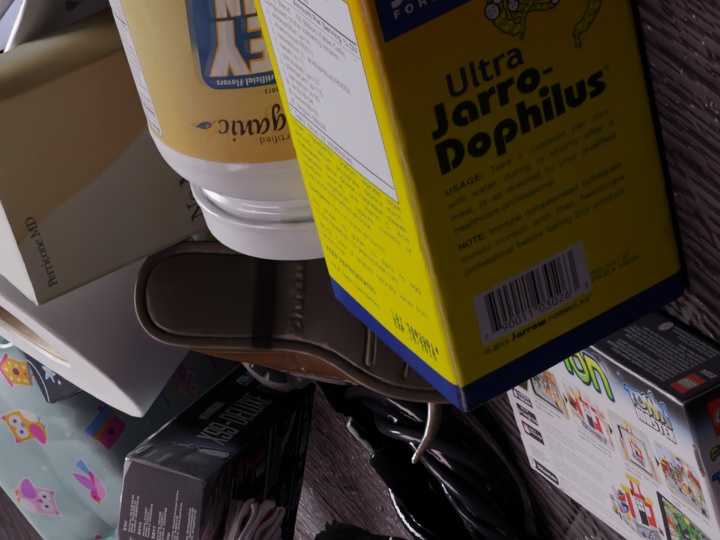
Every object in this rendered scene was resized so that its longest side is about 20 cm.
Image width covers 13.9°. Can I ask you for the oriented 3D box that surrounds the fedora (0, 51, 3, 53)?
[{"bbox_3d":[-0.153,-0.149,1.615,0.090,0.177,0.200,28,-157,-34],"label":"fedora"}]

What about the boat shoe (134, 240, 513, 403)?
[{"bbox_3d":[-0.003,0.019,1.388,0.068,0.199,0.072,18,-95,-72],"label":"boat shoe"}]

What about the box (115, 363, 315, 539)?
[{"bbox_3d":[-0.084,0.170,1.586,0.050,0.158,0.201,14,111,17],"label":"box"}]

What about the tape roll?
[{"bbox_3d":[-0.177,-0.008,1.560,0.202,0.071,0.202,35,171,6],"label":"tape roll"}]

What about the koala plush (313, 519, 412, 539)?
[{"bbox_3d":[0.029,0.226,1.532,0.177,0.183,0.201,170,80,-81],"label":"koala plush"}]

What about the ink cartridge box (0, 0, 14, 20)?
[{"bbox_3d":[-0.147,-0.201,1.333,0.200,0.043,0.197,-46,25,43],"label":"ink cartridge box"}]

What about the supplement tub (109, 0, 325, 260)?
[{"bbox_3d":[-0.033,-0.120,1.233,0.145,0.144,0.200,42,154,54],"label":"supplement tub"}]

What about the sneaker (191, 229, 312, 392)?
[{"bbox_3d":[-0.066,-0.031,1.587,0.080,0.077,0.201,143,114,-85],"label":"sneaker"}]

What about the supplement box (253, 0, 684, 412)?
[{"bbox_3d":[0.039,-0.068,1.138,0.109,0.109,0.200,41,153,50],"label":"supplement box"}]

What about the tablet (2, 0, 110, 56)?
[{"bbox_3d":[-0.131,-0.147,1.433,0.014,0.130,0.200,30,121,10],"label":"tablet"}]

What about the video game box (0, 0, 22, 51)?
[{"bbox_3d":[-0.195,-0.198,1.554,0.200,0.047,0.183,-19,57,58],"label":"video game box"}]

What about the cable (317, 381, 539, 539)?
[{"bbox_3d":[0.035,0.114,1.563,0.200,0.051,0.164,40,151,56],"label":"cable"}]

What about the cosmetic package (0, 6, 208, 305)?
[{"bbox_3d":[-0.091,-0.075,1.393,0.071,0.200,0.105,32,146,62],"label":"cosmetic package"}]

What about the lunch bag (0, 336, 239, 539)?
[{"bbox_3d":[-0.164,0.057,1.872,0.122,0.200,0.171,-25,110,36],"label":"lunch bag"}]

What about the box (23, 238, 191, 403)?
[{"bbox_3d":[-0.151,-0.044,1.742,0.115,0.132,0.200,-22,93,54],"label":"box"}]

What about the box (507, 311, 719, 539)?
[{"bbox_3d":[0.115,0.064,1.240,0.200,0.035,0.110,36,148,61],"label":"box"}]

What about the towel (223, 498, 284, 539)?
[{"bbox_3d":[-0.055,0.228,1.539,0.200,0.030,0.147,80,-163,-53],"label":"towel"}]

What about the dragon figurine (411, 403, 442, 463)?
[{"bbox_3d":[0.000,0.000,1.480,0.200,0.059,0.099,64,165,6],"label":"dragon figurine"}]
